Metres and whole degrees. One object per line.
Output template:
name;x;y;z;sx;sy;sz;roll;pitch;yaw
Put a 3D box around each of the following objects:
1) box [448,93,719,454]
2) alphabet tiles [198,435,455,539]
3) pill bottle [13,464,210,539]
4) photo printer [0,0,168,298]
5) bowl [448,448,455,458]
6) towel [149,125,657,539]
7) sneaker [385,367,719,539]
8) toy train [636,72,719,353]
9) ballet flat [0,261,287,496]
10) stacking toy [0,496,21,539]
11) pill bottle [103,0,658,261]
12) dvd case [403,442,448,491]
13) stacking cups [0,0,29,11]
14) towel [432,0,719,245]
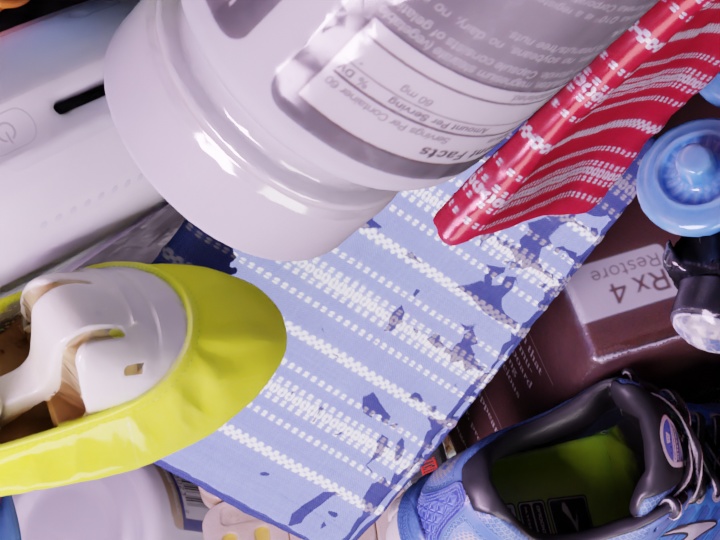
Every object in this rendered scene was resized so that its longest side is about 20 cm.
box;0.117;-0.012;1.050;0.166;0.164;0.200;-15;156;-17
alphabet tiles;0.023;0.091;1.144;0.200;0.196;0.015;-11;140;4
pill bottle;-0.092;0.144;1.272;0.111;0.111;0.200;-33;156;22
photo printer;-0.130;-0.023;0.832;0.200;0.070;0.166;-31;179;40
bowl;0.068;0.064;1.269;0.201;0.090;0.201;-21;161;-7
towel;0.000;0.000;0.863;0.145;0.024;0.200;31;103;-36
sneaker;0.114;0.083;0.943;0.200;0.079;0.089;-10;157;-26
toy train;0.175;-0.056;0.866;0.114;0.200;0.087;11;157;29
ballet flat;-0.111;0.035;0.765;0.200;0.067;0.067;-19;149;-19
stacking toy;-0.206;0.055;1.003;0.116;0.110;0.200;-15;146;-13
pill bottle;0.020;-0.094;0.697;0.114;0.114;0.200;1;148;-45
dvd case;-0.003;0.018;1.030;0.022;0.146;0.200;-26;159;-2
stacking cups;-0.103;-0.115;0.759;0.200;0.061;0.060;-33;156;35
towel;0.113;-0.081;0.765;0.200;0.022;0.145;-44;171;17
